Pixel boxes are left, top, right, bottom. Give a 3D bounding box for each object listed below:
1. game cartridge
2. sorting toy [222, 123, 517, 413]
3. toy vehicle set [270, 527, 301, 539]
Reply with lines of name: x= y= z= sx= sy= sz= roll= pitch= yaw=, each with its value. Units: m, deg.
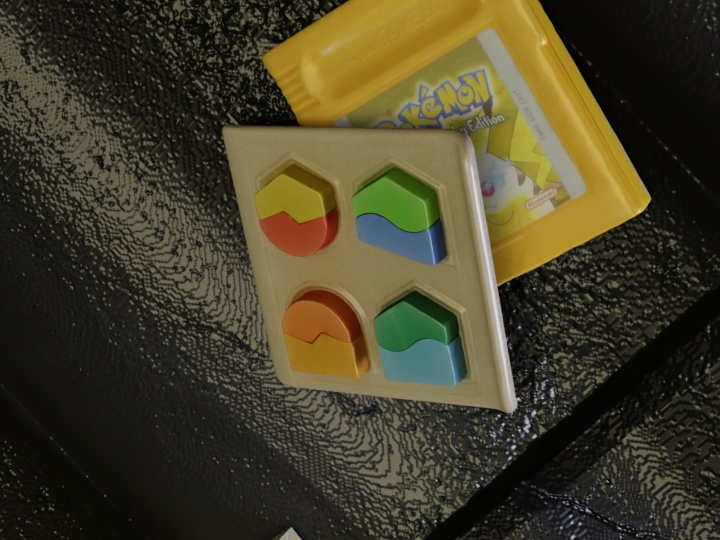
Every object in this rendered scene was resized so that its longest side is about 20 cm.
game cartridge: x=0.056 y=-0.087 z=1.156 sx=0.176 sy=0.032 sz=0.201 roll=-28 pitch=97 yaw=30
sorting toy: x=0.000 y=0.000 z=1.180 sx=0.199 sy=0.036 sz=0.186 roll=6 pitch=118 yaw=37
toy vehicle set: x=-0.085 y=0.284 z=1.366 sx=0.200 sy=0.027 sz=0.125 roll=-36 pitch=92 yaw=31
